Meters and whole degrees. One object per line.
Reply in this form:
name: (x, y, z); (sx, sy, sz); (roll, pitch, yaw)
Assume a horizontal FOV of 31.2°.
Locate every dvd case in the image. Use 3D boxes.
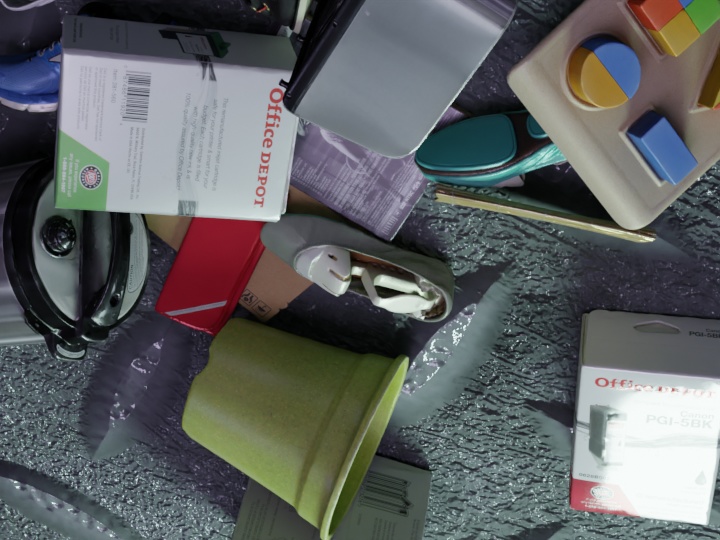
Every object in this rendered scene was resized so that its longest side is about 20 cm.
dvd case: (-0.020, -0.131, 1.166); (0.199, 0.016, 0.149); (29, 119, -11)

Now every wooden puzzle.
wooden puzzle: (0.246, -0.154, 1.038); (0.200, 0.046, 0.185); (-41, 112, 6)

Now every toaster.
toaster: (0.038, -0.215, 1.001); (0.118, 0.182, 0.200); (27, 129, -13)

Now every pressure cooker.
pressure cooker: (-0.294, -0.016, 1.210); (0.198, 0.179, 0.177); (-7, 121, 33)

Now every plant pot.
plant pot: (-0.073, 0.142, 1.306); (0.183, 0.201, 0.202); (24, 129, 9)

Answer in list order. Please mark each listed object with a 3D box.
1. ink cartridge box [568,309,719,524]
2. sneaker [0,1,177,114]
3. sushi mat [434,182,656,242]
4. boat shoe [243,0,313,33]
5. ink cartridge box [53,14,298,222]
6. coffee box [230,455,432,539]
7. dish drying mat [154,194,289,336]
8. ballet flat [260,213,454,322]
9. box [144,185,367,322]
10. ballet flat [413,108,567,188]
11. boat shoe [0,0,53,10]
ink cartridge box: (0.284, 0.148, 1.276); (0.145, 0.083, 0.202); (4, 128, 11)
sneaker: (-0.249, -0.197, 1.155); (0.198, 0.079, 0.090); (-5, 119, 7)
sushi mat: (0.162, -0.050, 1.152); (0.198, 0.096, 0.012); (11, 89, 1)
boat shoe: (-0.062, -0.230, 1.008); (0.063, 0.201, 0.074); (21, 96, -10)
ink cartridge box: (-0.158, -0.128, 1.101); (0.198, 0.085, 0.147); (4, 121, -14)
coffee box: (-0.048, 0.328, 1.415); (0.198, 0.201, 0.199); (16, 129, 0)
dish drying mat: (-0.139, -0.015, 1.264); (0.076, 0.018, 0.201); (26, 128, -6)
ballet flat: (0.000, 0.000, 1.219); (0.198, 0.064, 0.068); (17, 133, -16)
box: (-0.116, -0.053, 1.256); (0.200, 0.021, 0.163); (41, 125, -17)
ballet flat: (0.147, -0.106, 1.122); (0.198, 0.068, 0.071); (-18, 138, 19)
boat shoe: (-0.227, -0.277, 1.085); (0.199, 0.067, 0.074); (-33, 114, 31)
